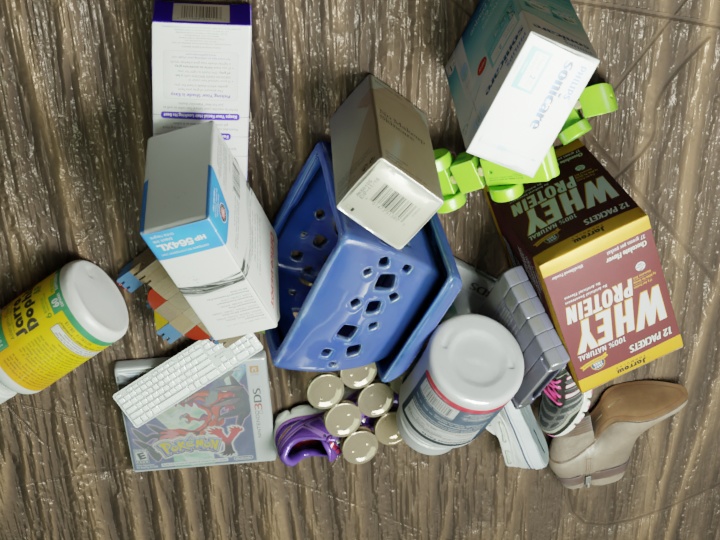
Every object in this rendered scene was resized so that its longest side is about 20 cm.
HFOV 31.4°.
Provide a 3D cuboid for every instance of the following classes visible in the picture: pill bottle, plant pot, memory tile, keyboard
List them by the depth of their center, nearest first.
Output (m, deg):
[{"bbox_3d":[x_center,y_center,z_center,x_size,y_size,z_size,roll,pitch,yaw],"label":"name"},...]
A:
[{"bbox_3d":[0.000,0.000,1.504,0.179,0.201,0.201,17,122,-24],"label":"plant pot"},{"bbox_3d":[0.112,0.147,1.555,0.119,0.120,0.200,9,150,-11],"label":"pill bottle"},{"bbox_3d":[-0.394,0.082,1.572,0.199,0.113,0.113,-32,121,17],"label":"pill bottle"},{"bbox_3d":[0.039,0.151,1.653,0.199,0.017,0.154,-33,116,-2],"label":"memory tile"},{"bbox_3d":[-0.223,0.131,1.653,0.199,0.011,0.056,-32,103,5],"label":"keyboard"}]

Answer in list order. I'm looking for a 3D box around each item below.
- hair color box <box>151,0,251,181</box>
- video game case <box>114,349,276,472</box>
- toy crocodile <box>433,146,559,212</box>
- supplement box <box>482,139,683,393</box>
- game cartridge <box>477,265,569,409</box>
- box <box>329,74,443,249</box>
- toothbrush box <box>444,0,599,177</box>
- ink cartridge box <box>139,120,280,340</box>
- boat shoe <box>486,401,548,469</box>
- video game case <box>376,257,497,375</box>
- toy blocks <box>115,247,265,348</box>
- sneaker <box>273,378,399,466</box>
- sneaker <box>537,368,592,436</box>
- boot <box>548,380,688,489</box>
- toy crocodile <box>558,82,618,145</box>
[{"bbox_3d":[-0.177,-0.196,1.431,0.108,0.065,0.201,1,123,-7],"label":"hair color box"},{"bbox_3d":[-0.218,0.190,1.715,0.198,0.023,0.183,-4,124,-2],"label":"video game case"},{"bbox_3d":[0.132,-0.116,1.462,0.199,0.062,0.068,-8,117,32],"label":"toy crocodile"},{"bbox_3d":[0.259,-0.007,1.500,0.132,0.200,0.198,-25,124,0],"label":"supplement box"},{"bbox_3d":[0.191,0.082,1.537,0.038,0.130,0.200,-18,163,-11],"label":"game cartridge"},{"bbox_3d":[0.025,-0.124,1.413,0.095,0.201,0.078,32,117,-24],"label":"box"},{"bbox_3d":[0.166,-0.218,1.362,0.085,0.201,0.147,18,122,-17],"label":"toothbrush box"},{"bbox_3d":[-0.162,-0.040,1.417,0.084,0.147,0.201,-13,139,11],"label":"ink cartridge box"},{"bbox_3d":[0.192,0.195,1.696,0.066,0.074,0.201,-12,122,19],"label":"boat shoe"},{"bbox_3d":[0.129,0.091,1.676,0.181,0.022,0.200,26,119,-20],"label":"video game case"},{"bbox_3d":[-0.209,0.032,1.573,0.136,0.100,0.200,-34,117,30],"label":"toy blocks"},{"bbox_3d":[-0.020,0.213,1.708,0.199,0.084,0.081,-23,129,11],"label":"sneaker"},{"bbox_3d":[0.260,0.129,1.670,0.087,0.074,0.201,0,121,-30],"label":"sneaker"},{"bbox_3d":[0.355,0.233,1.772,0.198,0.071,0.147,-10,131,4],"label":"boot"},{"bbox_3d":[0.205,-0.161,1.492,0.199,0.062,0.068,-32,85,18],"label":"toy crocodile"}]
